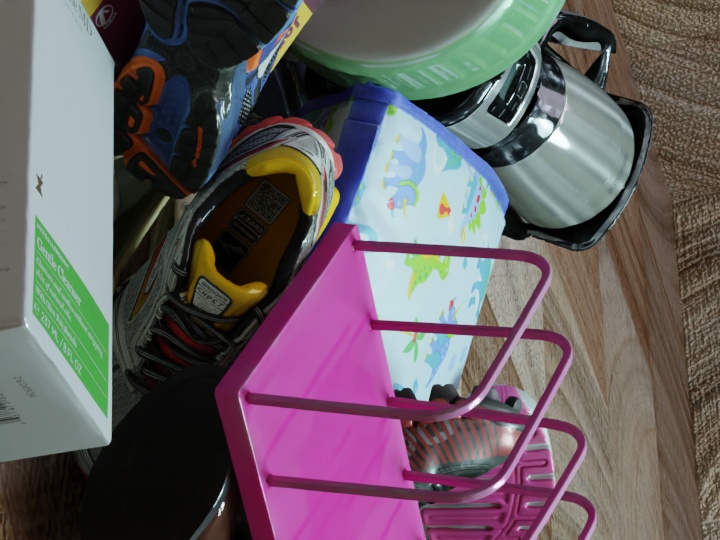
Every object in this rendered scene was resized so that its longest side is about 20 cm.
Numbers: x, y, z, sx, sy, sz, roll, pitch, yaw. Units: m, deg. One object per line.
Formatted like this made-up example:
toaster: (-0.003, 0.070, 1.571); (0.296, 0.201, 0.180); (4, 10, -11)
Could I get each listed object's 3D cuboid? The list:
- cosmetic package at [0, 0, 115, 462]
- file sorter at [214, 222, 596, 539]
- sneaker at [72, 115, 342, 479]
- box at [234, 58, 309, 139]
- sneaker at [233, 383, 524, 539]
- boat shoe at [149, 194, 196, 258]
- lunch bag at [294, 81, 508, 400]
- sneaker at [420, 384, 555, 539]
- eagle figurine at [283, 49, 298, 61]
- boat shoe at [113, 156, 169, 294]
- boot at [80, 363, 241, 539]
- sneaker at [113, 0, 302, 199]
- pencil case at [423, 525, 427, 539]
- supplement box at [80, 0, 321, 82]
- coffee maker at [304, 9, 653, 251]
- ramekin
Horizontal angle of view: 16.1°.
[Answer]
cosmetic package: (-0.158, -0.031, 1.071); (0.108, 0.084, 0.201); (62, 22, -56)
file sorter: (0.034, 0.102, 1.192); (0.139, 0.125, 0.201); (-55, 141, -48)
sneaker: (-0.080, 0.015, 1.209); (0.201, 0.078, 0.082); (-60, -177, 6)
box: (-0.047, -0.066, 1.609); (0.158, 0.051, 0.201); (-89, 163, -66)
sneaker: (-0.002, 0.122, 1.345); (0.071, 0.199, 0.099); (93, -18, -71)
boat shoe: (-0.101, 0.043, 1.308); (0.072, 0.065, 0.201); (-44, -156, 52)
lunch bag: (0.000, 0.000, 1.442); (0.200, 0.127, 0.171); (56, 50, -75)
sneaker: (0.073, 0.138, 1.540); (0.089, 0.081, 0.201); (-85, -178, -50)
eagle figurine: (-0.041, -0.249, 1.506); (0.152, 0.150, 0.201); (104, -25, -48)
boat shoe: (-0.133, -0.021, 1.218); (0.201, 0.063, 0.074); (-65, 142, -69)
boot: (-0.069, 0.156, 1.227); (0.200, 0.068, 0.190); (43, 56, -65)
sneaker: (-0.062, -0.124, 1.159); (0.079, 0.075, 0.200); (-58, -179, -44)
pencil case: (0.000, 0.195, 1.566); (0.200, 0.077, 0.090); (-75, 179, -61)
supplement box: (-0.106, -0.161, 1.242); (0.131, 0.103, 0.200); (-55, 157, -4)
coffee maker: (0.055, -0.104, 1.578); (0.200, 0.191, 0.136); (35, 55, -50)
ramekin: (0.019, -0.195, 1.383); (0.098, 0.199, 0.201); (-10, 89, -79)
